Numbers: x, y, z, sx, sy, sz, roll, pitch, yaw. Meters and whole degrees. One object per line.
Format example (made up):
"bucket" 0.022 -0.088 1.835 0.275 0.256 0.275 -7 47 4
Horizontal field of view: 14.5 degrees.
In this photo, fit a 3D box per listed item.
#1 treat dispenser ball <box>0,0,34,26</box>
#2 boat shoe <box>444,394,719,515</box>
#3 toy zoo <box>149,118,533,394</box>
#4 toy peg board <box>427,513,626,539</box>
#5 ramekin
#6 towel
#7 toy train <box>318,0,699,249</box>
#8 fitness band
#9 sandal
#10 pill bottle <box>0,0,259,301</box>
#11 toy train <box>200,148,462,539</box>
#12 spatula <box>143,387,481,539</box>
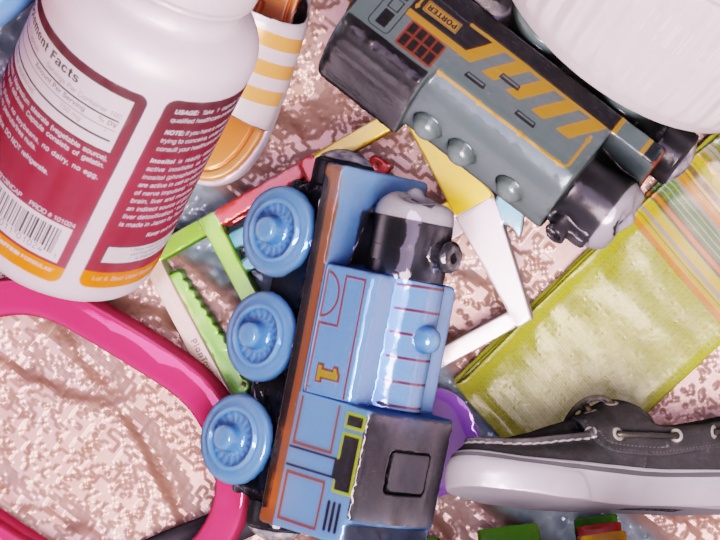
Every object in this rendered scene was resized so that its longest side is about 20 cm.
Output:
"treat dispenser ball" -0.230 -0.208 1.406 0.199 0.201 0.202 0 91 2
"boat shoe" 0.130 0.093 1.443 0.199 0.069 0.057 5 79 -29
"toy zoo" 0.000 0.000 1.482 0.199 0.020 0.132 -29 89 7
"toy peg board" 0.059 0.169 1.414 0.199 0.199 0.098 -8 75 2
"ramekin" 0.160 -0.160 1.400 0.200 0.200 0.105 37 124 1
"towel" 0.148 0.021 1.489 0.200 0.018 0.086 -43 89 2
"toy train" 0.074 -0.096 1.443 0.200 0.085 0.114 38 64 3
"fitness band" -0.150 0.090 1.481 0.199 0.037 0.144 31 94 6
"sandal" -0.061 -0.147 1.472 0.079 0.059 0.208 21 92 1
"pill bottle" -0.119 -0.091 1.409 0.113 0.113 0.200 31 123 1
"toy train" -0.007 0.042 1.415 0.114 0.086 0.201 12 91 39
"spatula" -0.031 0.118 1.494 0.199 0.021 0.057 -22 91 2
